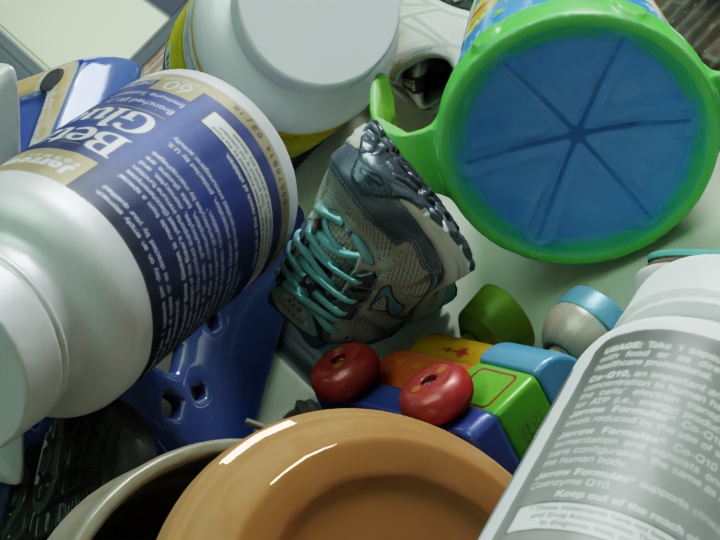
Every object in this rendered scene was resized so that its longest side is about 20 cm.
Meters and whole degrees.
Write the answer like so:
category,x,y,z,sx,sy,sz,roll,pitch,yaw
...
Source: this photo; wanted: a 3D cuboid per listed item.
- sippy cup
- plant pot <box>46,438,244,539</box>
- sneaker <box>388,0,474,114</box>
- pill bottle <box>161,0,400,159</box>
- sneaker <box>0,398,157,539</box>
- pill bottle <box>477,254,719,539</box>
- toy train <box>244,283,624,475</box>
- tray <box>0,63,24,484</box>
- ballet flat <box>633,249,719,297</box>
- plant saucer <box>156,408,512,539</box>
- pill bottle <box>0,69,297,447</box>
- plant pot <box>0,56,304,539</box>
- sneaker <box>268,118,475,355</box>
category,x,y,z,sx,sy,sz,roll,pitch,yaw
sippy cup,0.103,-0.094,0.928,0.131,0.176,0.140,-89,22,-57
plant pot,-0.089,0.188,0.789,0.173,0.199,0.201,-25,38,46
sneaker,0.033,-0.137,1.076,0.199,0.075,0.082,25,81,51
pill bottle,-0.043,-0.124,1.027,0.113,0.112,0.200,-51,8,-12
sneaker,-0.116,0.108,0.899,0.200,0.090,0.077,142,143,-67
pill bottle,0.115,0.091,0.708,0.113,0.115,0.200,-7,32,37
toy train,0.034,0.050,0.894,0.116,0.085,0.199,-40,26,-24
tray,-0.208,0.000,0.896,0.106,0.022,0.202,9,104,31
ballet flat,0.200,0.020,0.785,0.199,0.069,0.070,-7,49,43
plant saucer,0.013,0.144,0.719,0.037,0.199,0.202,-46,21,55
pill bottle,-0.120,-0.005,0.827,0.110,0.112,0.200,-11,19,34
plant pot,-0.169,0.012,1.018,0.198,0.180,0.201,-14,45,31
sneaker,0.000,0.000,0.885,0.086,0.200,0.078,-35,74,-7
